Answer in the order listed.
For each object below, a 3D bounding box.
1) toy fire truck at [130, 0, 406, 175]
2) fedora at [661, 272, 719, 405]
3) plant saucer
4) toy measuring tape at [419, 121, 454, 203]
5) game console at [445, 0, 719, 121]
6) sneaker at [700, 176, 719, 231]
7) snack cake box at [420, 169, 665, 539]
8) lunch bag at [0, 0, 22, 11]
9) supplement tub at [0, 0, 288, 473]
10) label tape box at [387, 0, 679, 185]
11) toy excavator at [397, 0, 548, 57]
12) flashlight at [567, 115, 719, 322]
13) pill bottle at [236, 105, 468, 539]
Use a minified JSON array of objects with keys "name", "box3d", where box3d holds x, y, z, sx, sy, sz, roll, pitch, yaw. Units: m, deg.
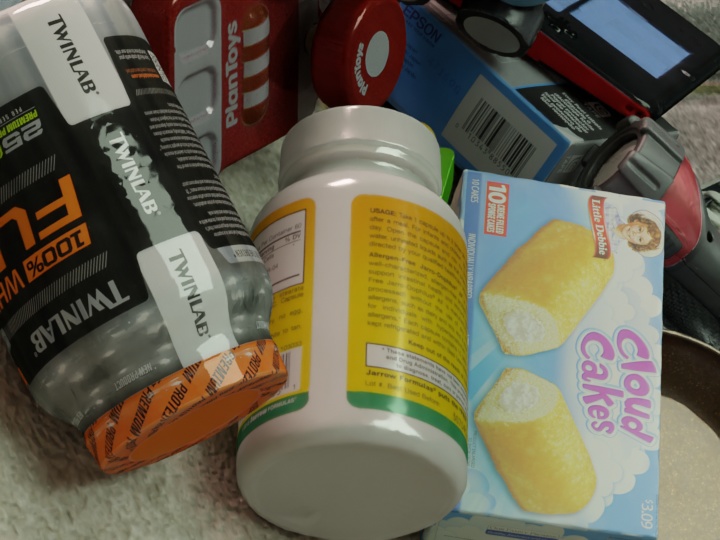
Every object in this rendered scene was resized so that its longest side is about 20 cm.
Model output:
[{"name":"toy fire truck","box3d":[-0.061,-0.147,1.366,0.168,0.112,0.201,-36,134,-52]},{"name":"fedora","box3d":[0.167,0.048,1.556,0.200,0.092,0.201,33,38,-31]},{"name":"plant saucer","box3d":[0.156,0.131,1.457,0.200,0.037,0.201,7,71,-21]},{"name":"toy measuring tape","box3d":[0.000,0.000,1.427,0.073,0.073,0.201,35,54,-28]},{"name":"game console","box3d":[0.132,-0.162,1.634,0.177,0.031,0.200,34,24,10]},{"name":"sneaker","box3d":[0.244,-0.035,1.701,0.199,0.129,0.080,1,59,-52]},{"name":"snack cake box","box3d":[0.097,0.055,1.400,0.115,0.067,0.201,8,61,-6]},{"name":"lunch bag","box3d":[-0.202,-0.237,1.301,0.169,0.127,0.200,38,60,-23]},{"name":"supplement tub","box3d":[-0.119,-0.017,1.215,0.122,0.122,0.200,-11,68,-56]},{"name":"label tape box","box3d":[0.113,-0.104,1.616,0.143,0.066,0.200,44,29,23]},{"name":"toy excavator","box3d":[0.044,-0.230,1.461,0.194,0.200,0.100,27,70,4]},{"name":"flashlight","box3d":[0.208,-0.002,1.513,0.200,0.068,0.068,40,-10,-17]},{"name":"pill bottle","box3d":[-0.002,0.022,1.319,0.113,0.113,0.201,28,48,-35]}]
